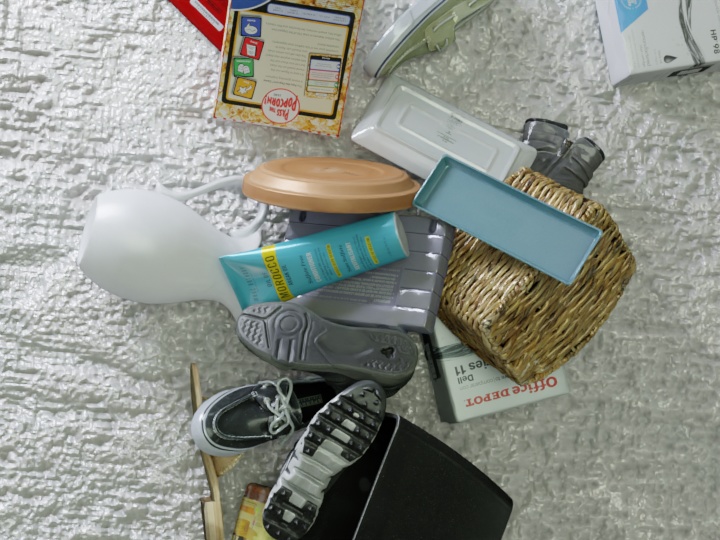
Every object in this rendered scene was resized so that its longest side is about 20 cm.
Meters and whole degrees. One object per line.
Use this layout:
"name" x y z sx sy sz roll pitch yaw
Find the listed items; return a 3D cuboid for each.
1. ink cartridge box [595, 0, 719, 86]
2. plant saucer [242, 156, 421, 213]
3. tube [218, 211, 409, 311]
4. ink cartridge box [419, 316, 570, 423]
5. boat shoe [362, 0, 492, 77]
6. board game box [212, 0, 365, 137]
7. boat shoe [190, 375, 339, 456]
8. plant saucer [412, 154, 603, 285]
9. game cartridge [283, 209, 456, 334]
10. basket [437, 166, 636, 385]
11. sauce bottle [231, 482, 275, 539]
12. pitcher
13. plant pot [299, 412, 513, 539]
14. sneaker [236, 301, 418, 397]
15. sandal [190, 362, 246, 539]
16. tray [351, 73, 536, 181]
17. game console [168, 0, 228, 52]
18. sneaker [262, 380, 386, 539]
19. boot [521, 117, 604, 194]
"ink cartridge box" 0.397 -0.300 1.684 0.198 0.067 0.117 -10 86 -9
"plant saucer" -0.031 -0.098 1.532 0.198 0.200 0.033 1 105 -9
"tube" -0.048 -0.011 1.493 0.198 0.050 0.078 -18 107 11
"ink cartridge box" 0.145 0.065 1.602 0.145 0.083 0.202 -14 88 -9
"boat shoe" 0.087 -0.290 1.634 0.062 0.072 0.200 45 77 0
"board game box" -0.080 -0.259 1.563 0.150 0.046 0.201 8 119 -8
"boat shoe" -0.091 0.155 1.521 0.198 0.068 0.074 -5 77 -39
"plant saucer" 0.153 -0.053 1.461 0.199 0.019 0.070 29 76 23
"game cartridge" 0.000 0.000 1.528 0.198 0.038 0.131 7 78 27
"basket" 0.186 0.010 1.538 0.200 0.149 0.143 -46 128 -9
"sauce bottle" -0.123 0.340 1.544 0.065 0.066 0.202 16 80 -7
"pitcher" -0.204 -0.041 1.549 0.198 0.121 0.173 16 71 -18
"plant pot" 0.048 0.278 1.521 0.176 0.199 0.201 25 81 -16
"sneaker" -0.039 0.096 1.508 0.198 0.114 0.077 11 63 1
"sandal" -0.148 0.205 1.551 0.069 0.078 0.214 -5 94 -11
"tray" 0.099 -0.149 1.596 0.199 0.022 0.108 28 63 5
"game console" -0.125 -0.354 1.634 0.200 0.119 0.172 44 111 -2
"sneaker" -0.040 0.192 1.485 0.066 0.091 0.201 31 104 -7
"boot" 0.180 -0.126 1.643 0.199 0.070 0.132 24 70 -4
